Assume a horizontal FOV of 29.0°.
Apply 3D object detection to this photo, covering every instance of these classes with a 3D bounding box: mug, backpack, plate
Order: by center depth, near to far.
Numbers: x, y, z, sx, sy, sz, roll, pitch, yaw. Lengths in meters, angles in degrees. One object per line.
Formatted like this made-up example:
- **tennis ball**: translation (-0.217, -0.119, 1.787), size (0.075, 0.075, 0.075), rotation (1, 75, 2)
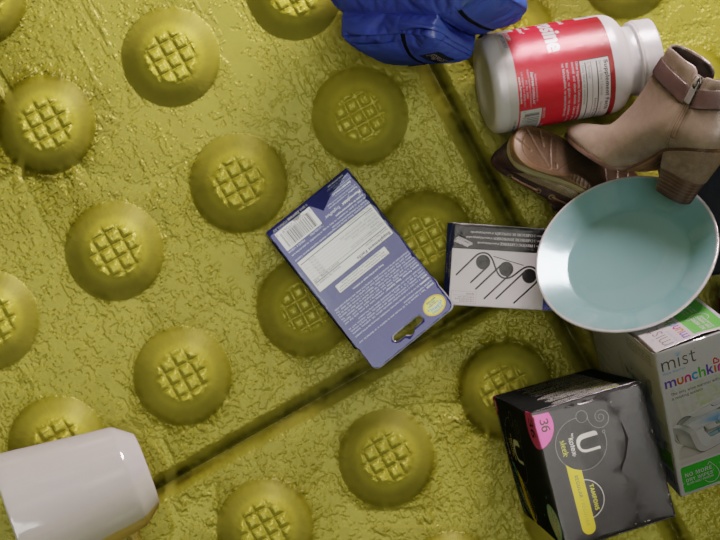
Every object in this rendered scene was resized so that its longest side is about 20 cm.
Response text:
- **plate**: translation (0.286, -0.014, 1.491), size (0.199, 0.026, 0.201), rotation (-13, 53, 18)
- **backpack**: translation (0.084, -0.309, 1.499), size (0.199, 0.162, 0.169), rotation (0, 91, 29)
- **mug**: translation (-0.303, 0.254, 1.522), size (0.152, 0.187, 0.150), rotation (-21, 59, -14)

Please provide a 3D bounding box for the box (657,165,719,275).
- **box**: translation (0.440, -0.107, 1.543), size (0.196, 0.124, 0.202), rotation (-10, 91, -38)

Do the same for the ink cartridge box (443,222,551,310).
- **ink cartridge box**: translation (0.198, -0.002, 1.597), size (0.198, 0.044, 0.095), rotation (3, 92, -6)

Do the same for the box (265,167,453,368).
- **box**: translation (0.000, 0.000, 1.575), size (0.121, 0.032, 0.200), rotation (-38, 85, -4)

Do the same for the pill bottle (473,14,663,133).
- **pill bottle**: translation (0.234, -0.225, 1.566), size (0.198, 0.112, 0.113), rotation (-11, 91, -6)

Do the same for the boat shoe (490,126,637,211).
- **boat shoe**: translation (0.239, -0.102, 1.593), size (0.199, 0.072, 0.073), rotation (18, 62, -25)

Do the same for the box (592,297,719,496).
- **box**: translation (0.331, 0.114, 1.510), size (0.096, 0.200, 0.178), rotation (-17, 111, -7)

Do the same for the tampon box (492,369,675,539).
- **tampon box**: translation (0.240, 0.200, 1.524), size (0.125, 0.200, 0.151), rotation (-16, 91, -5)

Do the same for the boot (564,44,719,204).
- **boot**: translation (0.314, -0.168, 1.478), size (0.070, 0.200, 0.147), rotation (-13, 126, -43)
